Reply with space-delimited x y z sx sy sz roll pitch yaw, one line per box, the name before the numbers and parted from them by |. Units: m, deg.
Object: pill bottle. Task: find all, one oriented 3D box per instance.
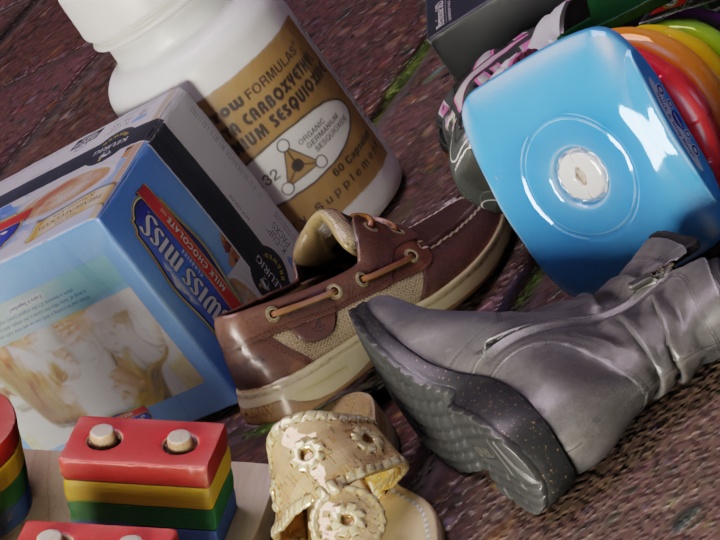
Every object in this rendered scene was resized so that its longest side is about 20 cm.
pill bottle | -0.076 -0.100 1.655 0.114 0.200 0.114 -32 19 13

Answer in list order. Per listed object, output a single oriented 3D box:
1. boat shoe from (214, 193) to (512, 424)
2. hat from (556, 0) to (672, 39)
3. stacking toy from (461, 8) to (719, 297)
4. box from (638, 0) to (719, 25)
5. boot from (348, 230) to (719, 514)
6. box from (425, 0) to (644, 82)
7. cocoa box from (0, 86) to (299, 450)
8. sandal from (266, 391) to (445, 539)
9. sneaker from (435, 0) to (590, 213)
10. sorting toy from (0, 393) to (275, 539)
boat shoe | 0.000 0.000 1.455 0.200 0.072 0.072 -36 14 -38
hat | 0.130 -0.224 1.455 0.165 0.176 0.200 -30 5 -23
stacking toy | 0.153 -0.081 1.399 0.110 0.116 0.200 -26 6 42
box | 0.249 -0.187 1.545 0.136 0.038 0.200 -13 29 50
boot | 0.085 0.030 1.288 0.132 0.070 0.200 -37 29 -11
box | 0.113 -0.171 1.693 0.141 0.079 0.200 -35 18 13
cocoa box | -0.151 0.018 1.609 0.200 0.133 0.131 -24 23 34
sandal | -0.019 0.090 1.300 0.078 0.070 0.212 -34 19 7
sneaker | 0.077 -0.071 1.524 0.086 0.080 0.200 -27 8 25
sorting toy | -0.155 0.126 1.304 0.198 0.070 0.200 3 34 14
